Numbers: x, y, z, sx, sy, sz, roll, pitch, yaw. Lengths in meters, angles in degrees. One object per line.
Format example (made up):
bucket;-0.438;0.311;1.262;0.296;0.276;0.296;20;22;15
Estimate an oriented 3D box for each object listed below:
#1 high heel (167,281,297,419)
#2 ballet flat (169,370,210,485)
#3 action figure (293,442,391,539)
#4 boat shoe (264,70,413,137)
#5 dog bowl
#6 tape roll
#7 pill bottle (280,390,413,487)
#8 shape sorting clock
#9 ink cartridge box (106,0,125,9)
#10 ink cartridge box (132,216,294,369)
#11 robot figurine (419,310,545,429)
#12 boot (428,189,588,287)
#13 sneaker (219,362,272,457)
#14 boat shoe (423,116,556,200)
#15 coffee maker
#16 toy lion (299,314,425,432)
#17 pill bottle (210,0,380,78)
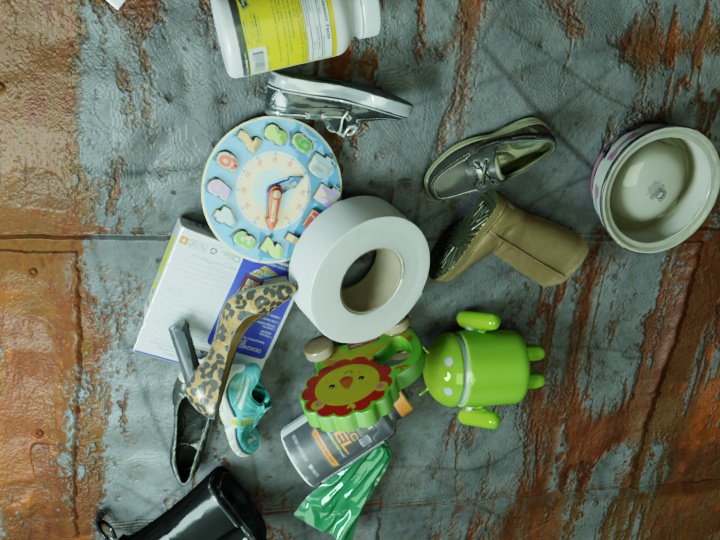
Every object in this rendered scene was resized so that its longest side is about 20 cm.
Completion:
high heel;-0.157;0.108;1.276;0.198;0.144;0.071;-24;165;8
ballet flat;-0.251;0.230;1.403;0.065;0.057;0.203;1;115;-16
action figure;-0.011;0.338;1.524;0.117;0.055;0.201;30;97;-24
boat shoe;-0.029;-0.214;1.238;0.196;0.074;0.069;6;109;-18
dog bowl;0.437;-0.132;1.407;0.197;0.074;0.203;-6;116;-13
tape roll;0.000;0.000;1.321;0.200;0.071;0.205;-18;126;-26
pill bottle;-0.017;0.238;1.444;0.199;0.106;0.107;-34;119;2
shape sorting clock;-0.119;-0.109;1.271;0.197;0.039;0.203;-6;107;-21
ink cartridge box;-0.276;-0.365;1.026;0.175;0.201;0.084;39;102;-26
ink cartridge box;-0.203;0.047;1.338;0.195;0.047;0.202;19;111;-24
robot figurine;0.186;0.152;1.451;0.197;0.116;0.179;-1;93;-13
boot;0.224;-0.017;1.409;0.198;0.067;0.175;25;121;-32
sneaker;-0.168;0.208;1.380;0.078;0.078;0.202;-11;139;-6
boat shoe;0.187;-0.155;1.331;0.198;0.066;0.072;-26;120;-2
coffee maker;-0.273;0.403;1.438;0.199;0.135;0.192;-40;118;5
toy lion;0.005;0.155;1.360;0.197;0.192;0.069;-19;119;-6
pill bottle;-0.080;-0.315;1.155;0.197;0.113;0.114;-14;118;-9
